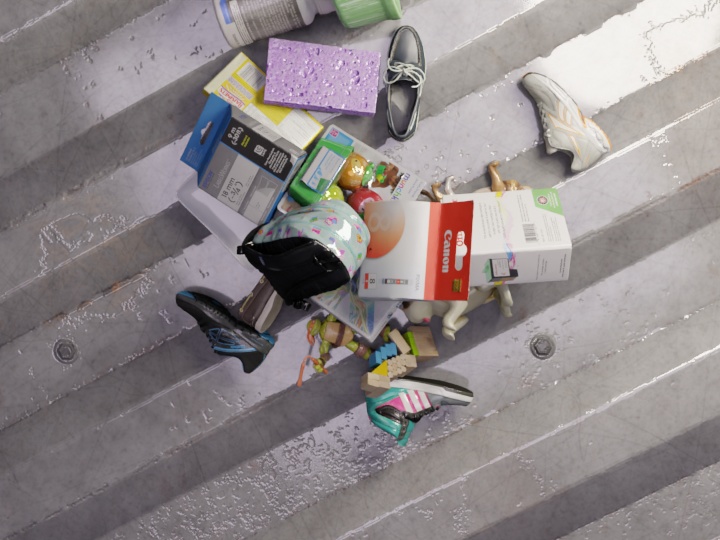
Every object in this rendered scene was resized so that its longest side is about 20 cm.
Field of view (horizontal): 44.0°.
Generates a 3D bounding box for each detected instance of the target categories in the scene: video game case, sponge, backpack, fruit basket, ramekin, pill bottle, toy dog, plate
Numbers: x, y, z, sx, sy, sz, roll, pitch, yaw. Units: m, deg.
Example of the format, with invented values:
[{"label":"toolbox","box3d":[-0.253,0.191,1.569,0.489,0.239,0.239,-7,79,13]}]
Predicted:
[{"label":"video game case","box3d":[0.000,0.000,1.543,0.199,0.022,0.183,33,82,31]},{"label":"sponge","box3d":[-0.068,-0.337,1.557,0.198,0.030,0.113,6,84,-4]},{"label":"backpack","box3d":[-0.082,-0.033,1.456,0.167,0.199,0.127,43,55,-26]},{"label":"fruit basket","box3d":[-0.015,-0.132,1.535,0.199,0.094,0.186,31,78,8]},{"label":"ramekin","box3d":[-0.005,-0.501,1.475,0.097,0.200,0.202,-15,96,10]},{"label":"pill bottle","box3d":[-0.145,-0.462,1.519,0.198,0.114,0.115,-16,96,5]},{"label":"toy dog","box3d":[0.151,0.023,1.558,0.198,0.140,0.196,-16,83,4]},{"label":"plate","box3d":[-0.197,-0.136,1.601,0.200,0.032,0.200,45,96,-3]}]

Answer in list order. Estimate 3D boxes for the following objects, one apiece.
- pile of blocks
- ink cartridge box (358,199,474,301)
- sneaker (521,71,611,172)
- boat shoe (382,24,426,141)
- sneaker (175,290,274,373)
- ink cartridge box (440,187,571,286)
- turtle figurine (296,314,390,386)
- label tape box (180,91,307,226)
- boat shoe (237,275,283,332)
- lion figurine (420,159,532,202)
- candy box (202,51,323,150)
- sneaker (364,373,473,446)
[{"label":"pile of blocks","box3d":[0.053,0.159,1.573,0.082,0.199,0.062,56,135,7]},{"label":"ink cartridge box","box3d":[0.085,-0.031,1.425,0.199,0.050,0.164,-1,82,45]},{"label":"sneaker","box3d":[0.341,-0.255,1.551,0.092,0.076,0.200,-44,92,10]},{"label":"boat shoe","box3d":[0.075,-0.328,1.555,0.074,0.062,0.202,8,96,3]},{"label":"sneaker","box3d":[-0.257,0.109,1.611,0.199,0.073,0.082,33,98,-1]},{"label":"ink cartridge box","box3d":[0.237,-0.055,1.479,0.198,0.146,0.084,-4,136,2]},{"label":"turtle figurine","box3d":[-0.035,0.125,1.608,0.160,0.064,0.202,17,80,-10]},{"label":"label tape box","box3d":[-0.213,-0.190,1.528,0.199,0.063,0.145,32,112,2]},{"label":"boat shoe","box3d":[-0.150,0.011,1.599,0.059,0.072,0.201,30,91,13]},{"label":"lion figurine","box3d":[0.211,-0.119,1.570,0.198,0.072,0.124,-18,97,6]},{"label":"candy box","box3d":[-0.170,-0.282,1.568,0.200,0.026,0.102,42,72,-3]},{"label":"sneaker","box3d":[0.099,0.257,1.608,0.198,0.084,0.122,7,92,9]}]
